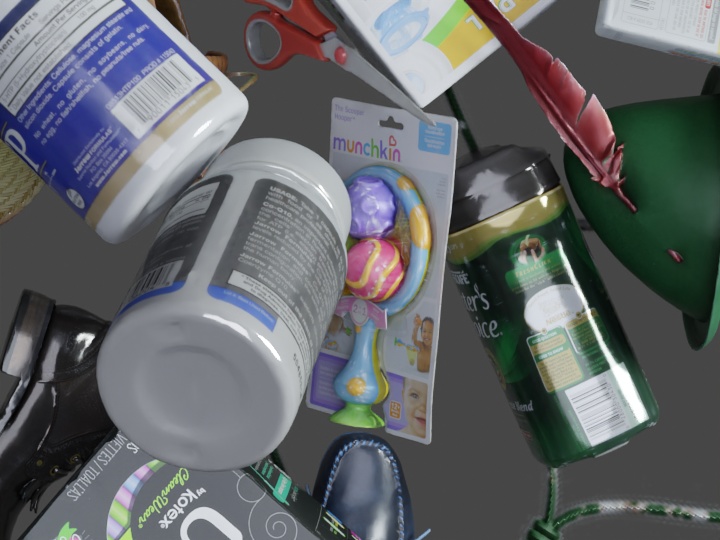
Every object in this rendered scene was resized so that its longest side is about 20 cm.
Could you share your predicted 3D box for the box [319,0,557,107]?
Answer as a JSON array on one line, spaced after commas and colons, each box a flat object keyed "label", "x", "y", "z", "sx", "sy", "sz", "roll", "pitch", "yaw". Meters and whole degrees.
[{"label": "box", "x": 0.077, "y": -0.203, "z": 1.453, "sx": 0.200, "sy": 0.101, "sz": 0.113, "roll": -40, "pitch": 95, "yaw": 0}]

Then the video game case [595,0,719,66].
[{"label": "video game case", "x": 0.244, "y": -0.213, "z": 1.397, "sx": 0.181, "sy": 0.023, "sz": 0.201, "roll": 13, "pitch": 75, "yaw": -5}]

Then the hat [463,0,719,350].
[{"label": "hat", "x": 0.131, "y": -0.057, "z": 1.436, "sx": 0.175, "sy": 0.166, "sz": 0.201, "roll": 4, "pitch": 85, "yaw": -2}]

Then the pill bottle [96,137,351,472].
[{"label": "pill bottle", "x": -0.070, "y": 0.013, "z": 1.338, "sx": 0.113, "sy": 0.200, "sz": 0.114, "roll": 7, "pitch": 124, "yaw": 10}]

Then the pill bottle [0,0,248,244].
[{"label": "pill bottle", "x": -0.174, "y": -0.124, "z": 1.375, "sx": 0.200, "sy": 0.120, "sz": 0.120, "roll": 44, "pitch": 90, "yaw": 3}]

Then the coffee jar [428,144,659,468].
[{"label": "coffee jar", "x": 0.110, "y": 0.017, "z": 1.468, "sx": 0.085, "sy": 0.104, "sz": 0.201, "roll": -24, "pitch": 94, "yaw": -3}]

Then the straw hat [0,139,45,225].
[{"label": "straw hat", "x": -0.272, "y": -0.114, "z": 1.447, "sx": 0.200, "sy": 0.085, "sz": 0.202, "roll": 0, "pitch": 93, "yaw": -4}]

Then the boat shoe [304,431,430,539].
[{"label": "boat shoe", "x": 0.005, "y": 0.205, "z": 1.489, "sx": 0.084, "sy": 0.069, "sz": 0.201, "roll": -2, "pitch": 92, "yaw": -3}]

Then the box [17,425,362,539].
[{"label": "box", "x": -0.092, "y": 0.183, "z": 1.392, "sx": 0.200, "sy": 0.124, "sz": 0.149, "roll": 41, "pitch": 92, "yaw": -2}]

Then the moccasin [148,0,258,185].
[{"label": "moccasin", "x": -0.111, "y": -0.120, "z": 1.464, "sx": 0.077, "sy": 0.074, "sz": 0.202, "roll": -24, "pitch": 85, "yaw": 15}]

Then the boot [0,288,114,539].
[{"label": "boot", "x": -0.152, "y": 0.113, "z": 1.479, "sx": 0.173, "sy": 0.069, "sz": 0.201, "roll": 15, "pitch": 97, "yaw": -9}]

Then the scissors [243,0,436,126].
[{"label": "scissors", "x": -0.017, "y": -0.141, "z": 1.421, "sx": 0.014, "sy": 0.200, "sz": 0.074, "roll": -11, "pitch": 113, "yaw": -34}]

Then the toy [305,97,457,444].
[{"label": "toy", "x": 0.000, "y": 0.000, "z": 1.448, "sx": 0.047, "sy": 0.115, "sz": 0.201, "roll": -7, "pitch": 105, "yaw": -42}]
